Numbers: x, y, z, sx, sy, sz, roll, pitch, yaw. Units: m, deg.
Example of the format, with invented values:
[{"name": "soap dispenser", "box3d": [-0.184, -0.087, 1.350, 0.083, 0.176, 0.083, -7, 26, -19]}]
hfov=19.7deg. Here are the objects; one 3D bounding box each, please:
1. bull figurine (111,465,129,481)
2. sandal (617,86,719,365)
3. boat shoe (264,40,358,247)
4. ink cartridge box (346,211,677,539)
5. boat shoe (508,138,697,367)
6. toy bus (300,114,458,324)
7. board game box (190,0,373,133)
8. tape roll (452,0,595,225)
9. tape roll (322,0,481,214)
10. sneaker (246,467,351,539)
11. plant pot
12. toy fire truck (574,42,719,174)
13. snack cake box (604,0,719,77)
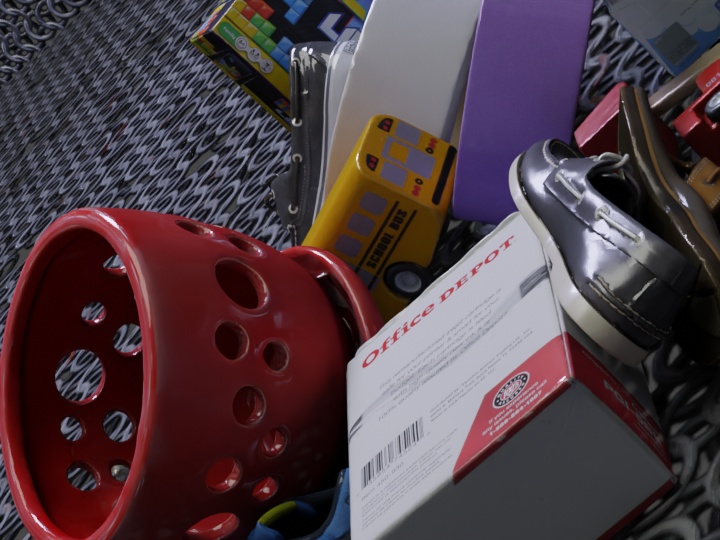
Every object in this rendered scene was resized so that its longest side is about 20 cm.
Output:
[{"name": "bull figurine", "box3d": [-0.097, 0.105, 1.389, 0.200, 0.065, 0.121, -53, -16, 7]}, {"name": "sandal", "box3d": [0.172, -0.026, 1.063, 0.054, 0.082, 0.200, -8, 32, -8]}, {"name": "boat shoe", "box3d": [-0.035, -0.064, 1.463, 0.070, 0.066, 0.202, -32, -51, -68]}, {"name": "ink cartridge box", "box3d": [0.070, 0.076, 1.059, 0.147, 0.083, 0.200, -42, 19, 17]}, {"name": "boat shoe", "box3d": [0.127, -0.024, 1.054, 0.063, 0.072, 0.200, -48, 22, 17]}, {"name": "toy bus", "box3d": [0.000, 0.000, 1.306, 0.065, 0.078, 0.200, -72, 9, -46]}, {"name": "board game box", "box3d": [0.002, -0.166, 1.532, 0.166, 0.200, 0.057, -53, 16, -16]}, {"name": "tape roll", "box3d": [0.104, -0.125, 1.252, 0.200, 0.065, 0.202, 9, -90, -85]}, {"name": "tape roll", "box3d": [0.039, -0.113, 1.382, 0.202, 0.070, 0.204, 16, -90, -82]}, {"name": "sneaker", "box3d": [-0.046, 0.166, 1.154, 0.200, 0.078, 0.066, -36, 23, 36]}, {"name": "plant pot", "box3d": [-0.091, 0.067, 1.206, 0.200, 0.181, 0.202, -3, 86, 56]}, {"name": "toy fire truck", "box3d": [0.216, -0.110, 1.166, 0.200, 0.049, 0.141, -44, 18, 12]}, {"name": "snack cake box", "box3d": [0.212, -0.217, 1.368, 0.115, 0.067, 0.200, -44, 18, 17]}]
